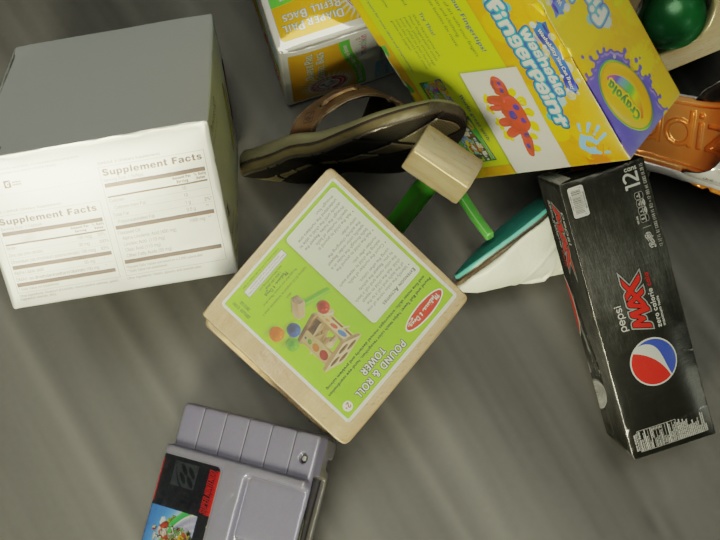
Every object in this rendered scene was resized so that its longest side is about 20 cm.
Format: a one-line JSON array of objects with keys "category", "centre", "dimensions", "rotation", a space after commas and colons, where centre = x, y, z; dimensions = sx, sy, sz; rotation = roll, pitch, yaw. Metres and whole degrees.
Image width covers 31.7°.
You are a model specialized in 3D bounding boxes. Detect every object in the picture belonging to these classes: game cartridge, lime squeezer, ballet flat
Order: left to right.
[{"category": "game cartridge", "centre": [-0.099, 0.202, 0.883], "dimensions": [0.128, 0.038, 0.203], "rotation": [9, 79, 28]}, {"category": "lime squeezer", "centre": [0.071, -0.114, 0.974], "dimensions": [0.069, 0.038, 0.203], "rotation": [10, 64, -9]}, {"category": "ballet flat", "centre": [0.158, -0.040, 0.946], "dimensions": [0.069, 0.070, 0.200], "rotation": [43, 81, 11]}]

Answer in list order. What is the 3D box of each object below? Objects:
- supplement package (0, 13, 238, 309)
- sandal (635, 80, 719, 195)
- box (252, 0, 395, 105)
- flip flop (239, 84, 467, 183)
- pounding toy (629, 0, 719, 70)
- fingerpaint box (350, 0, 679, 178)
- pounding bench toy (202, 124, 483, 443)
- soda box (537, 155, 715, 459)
[{"category": "supplement package", "centre": [-0.168, -0.083, 0.887], "dimensions": [0.153, 0.201, 0.112], "rotation": [-10, 121, 0]}, {"category": "sandal", "centre": [0.250, -0.098, 0.903], "dimensions": [0.203, 0.059, 0.081], "rotation": [8, 75, -3]}, {"category": "box", "centre": [-0.041, -0.247, 0.973], "dimensions": [0.100, 0.113, 0.203], "rotation": [-17, 77, -4]}, {"category": "flip flop", "centre": [-0.012, -0.102, 0.916], "dimensions": [0.198, 0.080, 0.059], "rotation": [-8, 75, 45]}, {"category": "pounding toy", "centre": [0.209, -0.235, 0.901], "dimensions": [0.182, 0.143, 0.201], "rotation": [-22, 42, -3]}, {"category": "fingerpaint box", "centre": [0.091, -0.166, 0.844], "dimensions": [0.073, 0.166, 0.201], "rotation": [-47, 114, -26]}, {"category": "pounding bench toy", "centre": [0.000, 0.000, 0.886], "dimensions": [0.124, 0.156, 0.201], "rotation": [41, 83, -2]}, {"category": "soda box", "centre": [0.185, 0.022, 0.887], "dimensions": [0.062, 0.071, 0.203], "rotation": [-17, 100, -3]}]
